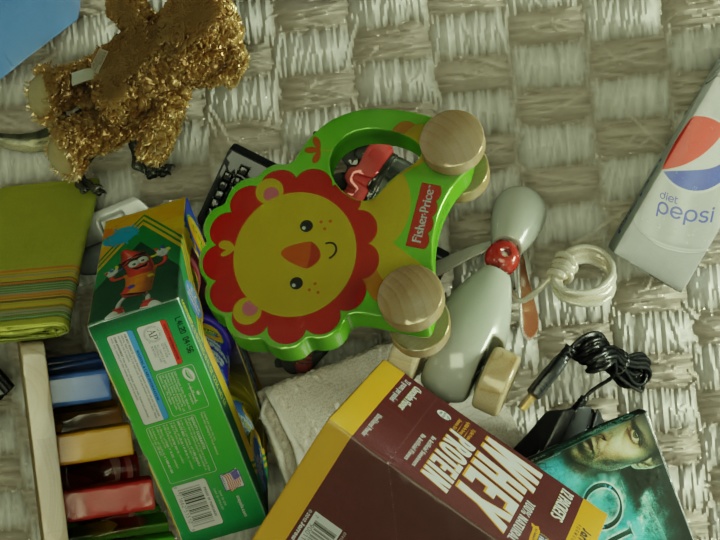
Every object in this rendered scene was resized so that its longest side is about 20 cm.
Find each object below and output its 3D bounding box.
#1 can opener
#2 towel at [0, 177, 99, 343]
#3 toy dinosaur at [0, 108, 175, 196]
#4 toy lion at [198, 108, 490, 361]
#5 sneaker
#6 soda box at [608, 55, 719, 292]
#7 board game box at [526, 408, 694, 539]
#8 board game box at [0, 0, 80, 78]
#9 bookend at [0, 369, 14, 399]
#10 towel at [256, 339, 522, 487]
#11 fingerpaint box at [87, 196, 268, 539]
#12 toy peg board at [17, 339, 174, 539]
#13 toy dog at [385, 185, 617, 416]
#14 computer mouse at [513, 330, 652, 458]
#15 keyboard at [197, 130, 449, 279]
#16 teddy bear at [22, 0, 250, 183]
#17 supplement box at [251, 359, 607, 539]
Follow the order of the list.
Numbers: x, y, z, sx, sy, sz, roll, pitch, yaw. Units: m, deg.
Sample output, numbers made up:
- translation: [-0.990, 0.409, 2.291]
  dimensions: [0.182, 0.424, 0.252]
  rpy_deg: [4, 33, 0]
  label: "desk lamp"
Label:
- translation: [-0.252, -0.003, 1.350]
  dimensions: [0.199, 0.066, 0.053]
  rpy_deg: [-21, 94, 10]
  label: "can opener"
- translation: [-0.252, -0.009, 1.291]
  dimensions: [0.085, 0.201, 0.018]
  rpy_deg: [-4, 125, 3]
  label: "towel"
- translation: [-0.202, -0.109, 1.345]
  dimensions: [0.199, 0.047, 0.089]
  rpy_deg: [-22, 78, 6]
  label: "toy dinosaur"
- translation: [-0.017, -0.028, 1.225]
  dimensions: [0.190, 0.069, 0.201]
  rpy_deg: [11, 69, 13]
  label: "toy lion"
- translation: [0.000, 0.000, 1.308]
  dimensions: [0.097, 0.071, 0.202]
  rpy_deg: [26, 100, 4]
  label: "sneaker"
- translation: [0.269, -0.086, 1.301]
  dimensions: [0.063, 0.068, 0.201]
  rpy_deg: [30, 97, 2]
  label: "soda box"
- translation: [0.188, 0.222, 1.265]
  dimensions: [0.134, 0.028, 0.201]
  rpy_deg: [-23, 97, -12]
  label: "board game box"
- translation: [-0.320, -0.222, 1.350]
  dimensions: [0.199, 0.039, 0.158]
  rpy_deg: [-37, 86, 1]
  label: "board game box"
- translation: [-0.398, 0.140, 1.286]
  dimensions: [0.198, 0.200, 0.092]
  rpy_deg: [-40, 91, 17]
  label: "bookend"
- translation: [0.025, 0.122, 1.320]
  dimensions: [0.199, 0.034, 0.134]
  rpy_deg: [-21, 94, -17]
  label: "towel"
- translation: [-0.130, 0.073, 1.260]
  dimensions: [0.073, 0.167, 0.201]
  rpy_deg: [-17, 117, 5]
  label: "fingerpaint box"
- translation: [-0.206, 0.144, 1.300]
  dimensions: [0.097, 0.200, 0.201]
  rpy_deg: [-7, 94, -13]
  label: "toy peg board"
- translation: [0.093, 0.037, 1.295]
  dimensions: [0.132, 0.097, 0.200]
  rpy_deg: [42, 61, 16]
  label: "toy dog"
- translation: [0.146, 0.135, 1.291]
  dimensions: [0.200, 0.140, 0.046]
  rpy_deg: [-47, 58, 6]
  label: "computer mouse"
- translation: [-0.020, -0.046, 1.349]
  dimensions: [0.199, 0.021, 0.128]
  rpy_deg: [26, 96, 1]
  label: "keyboard"
- translation: [-0.172, -0.148, 1.298]
  dimensions: [0.200, 0.067, 0.145]
  rpy_deg: [-44, 60, 8]
  label: "teddy bear"
- translation: [0.032, 0.213, 1.190]
  dimensions: [0.199, 0.133, 0.198]
  rpy_deg: [34, 112, 6]
  label: "supplement box"
